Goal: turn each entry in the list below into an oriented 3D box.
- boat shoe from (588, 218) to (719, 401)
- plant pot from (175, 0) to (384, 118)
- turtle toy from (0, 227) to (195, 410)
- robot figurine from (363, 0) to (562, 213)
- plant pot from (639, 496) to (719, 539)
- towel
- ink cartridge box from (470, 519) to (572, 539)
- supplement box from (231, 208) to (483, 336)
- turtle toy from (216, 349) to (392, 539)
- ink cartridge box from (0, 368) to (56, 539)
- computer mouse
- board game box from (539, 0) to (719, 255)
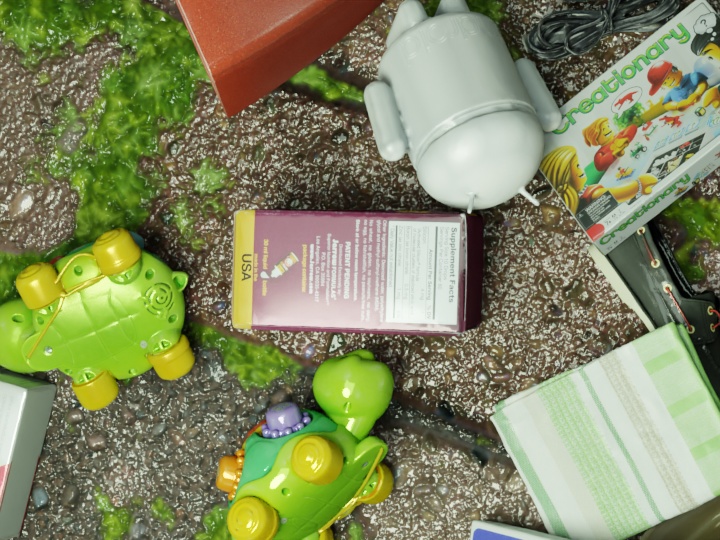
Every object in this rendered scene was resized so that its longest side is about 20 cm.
[{"bbox_3d":[0.274,0.042,1.590,0.063,0.074,0.202,-37,79,16],"label":"boat shoe"},{"bbox_3d":[-0.080,-0.269,1.606,0.175,0.200,0.201,-24,86,-3],"label":"plant pot"},{"bbox_3d":[-0.241,0.039,1.670,0.198,0.101,0.147,-22,112,9],"label":"turtle toy"},{"bbox_3d":[0.084,-0.136,1.589,0.168,0.113,0.201,-14,65,-18],"label":"robot figurine"},{"bbox_3d":[0.344,0.268,1.533,0.199,0.200,0.174,-33,100,9],"label":"plant pot"},{"bbox_3d":[0.219,0.144,1.587,0.199,0.031,0.150,-29,87,33],"label":"towel"},{"bbox_3d":[0.162,0.323,1.573,0.199,0.047,0.200,8,91,47],"label":"ink cartridge box"},{"bbox_3d":[0.000,0.000,1.612,0.198,0.131,0.104,2,90,10],"label":"supplement box"},{"bbox_3d":[-0.042,0.158,1.620,0.200,0.146,0.101,-45,61,7],"label":"turtle toy"},{"bbox_3d":[-0.394,0.149,1.709,0.198,0.083,0.147,14,93,10],"label":"ink cartridge box"},{"bbox_3d":[0.182,-0.289,1.621,0.137,0.053,0.202,-18,96,0],"label":"computer mouse"},{"bbox_3d":[0.246,-0.122,1.590,0.199,0.035,0.127,-39,56,8],"label":"board game box"}]
